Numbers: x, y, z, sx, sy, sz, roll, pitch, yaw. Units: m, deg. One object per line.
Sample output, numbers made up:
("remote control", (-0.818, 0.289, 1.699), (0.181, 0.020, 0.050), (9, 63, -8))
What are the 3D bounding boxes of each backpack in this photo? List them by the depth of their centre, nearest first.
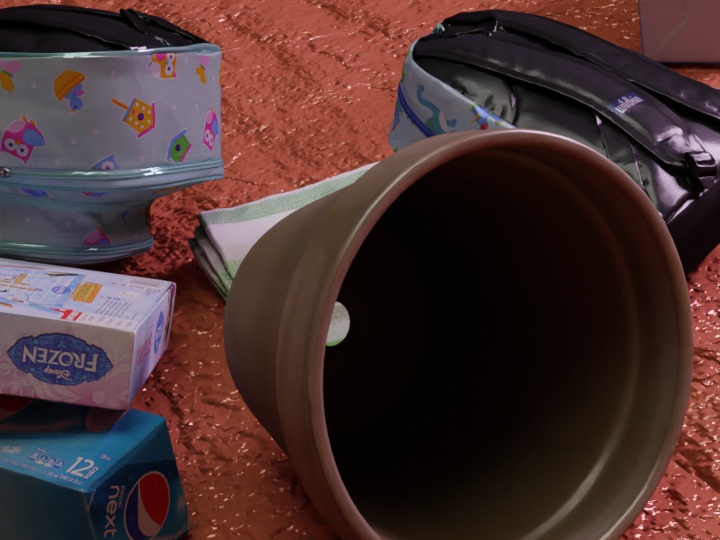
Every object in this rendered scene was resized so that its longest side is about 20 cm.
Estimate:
("backpack", (0.107, -0.066, 1.120), (0.199, 0.154, 0.163), (38, 45, 17))
("backpack", (-0.176, -0.079, 1.179), (0.198, 0.155, 0.176), (-5, 3, 21))

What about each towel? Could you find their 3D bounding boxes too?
("towel", (0.000, 0.000, 1.142), (0.148, 0.031, 0.200), (-19, 31, -14))

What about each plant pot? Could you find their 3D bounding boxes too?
("plant pot", (0.024, 0.032, 0.946), (0.199, 0.202, 0.173), (-25, 18, -25))

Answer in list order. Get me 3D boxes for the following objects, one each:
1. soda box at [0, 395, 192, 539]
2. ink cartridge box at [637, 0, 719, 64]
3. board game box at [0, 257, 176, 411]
("soda box", (-0.181, 0.093, 0.999), (0.198, 0.068, 0.064), (12, 36, 33))
("ink cartridge box", (0.237, -0.233, 1.380), (0.067, 0.117, 0.200), (2, 31, 21))
("board game box", (-0.200, 0.022, 1.029), (0.197, 0.042, 0.200), (8, 6, 0))
